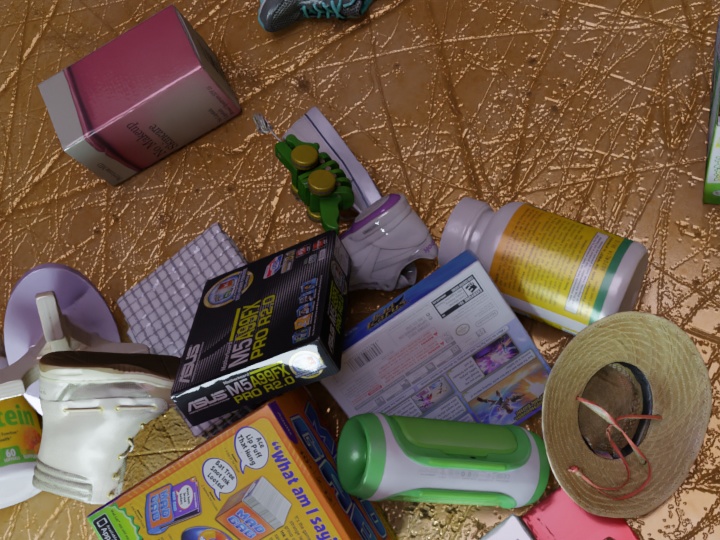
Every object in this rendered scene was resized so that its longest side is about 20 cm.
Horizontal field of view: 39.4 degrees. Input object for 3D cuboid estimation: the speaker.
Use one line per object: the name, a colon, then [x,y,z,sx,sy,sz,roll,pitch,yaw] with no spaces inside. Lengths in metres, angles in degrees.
speaker: [0.082,0.185,0.975,0.200,0.088,0.089,9,71,-25]

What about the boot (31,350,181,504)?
boot: [-0.242,0.169,1.066,0.200,0.072,0.155,6,102,-11]

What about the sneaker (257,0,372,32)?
sneaker: [-0.034,-0.347,1.256,0.200,0.078,0.091,-30,71,7]

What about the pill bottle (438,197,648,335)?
pill bottle: [0.188,-0.006,1.058,0.200,0.113,0.113,21,80,22]

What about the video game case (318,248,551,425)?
video game case: [0.080,0.107,1.032,0.200,0.045,0.181,-34,110,4]

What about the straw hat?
straw hat: [0.244,0.137,1.003,0.201,0.085,0.201,-1,93,-17]

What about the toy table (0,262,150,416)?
toy table: [-0.329,0.101,1.123,0.184,0.117,0.200,-24,111,-8]

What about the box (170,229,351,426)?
box: [-0.093,0.052,0.999,0.160,0.044,0.200,-21,29,16]

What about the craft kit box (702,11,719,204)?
craft kit box: [0.378,-0.192,1.013,0.048,0.200,0.198,8,76,17]

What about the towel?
towel: [-0.167,0.072,1.156,0.166,0.086,0.200,-39,68,4]

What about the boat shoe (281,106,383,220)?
boat shoe: [-0.035,-0.100,1.175,0.086,0.075,0.202,-36,64,2]

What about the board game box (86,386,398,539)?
board game box: [-0.102,0.253,0.984,0.200,0.200,0.200,-32,86,5]

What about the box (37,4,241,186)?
box: [-0.272,-0.214,1.252,0.200,0.128,0.109,-29,68,7]

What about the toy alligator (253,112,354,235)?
toy alligator: [-0.056,-0.118,1.128,0.054,0.059,0.200,-21,56,-20]

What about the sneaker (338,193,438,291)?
sneaker: [0.000,0.000,1.112,0.100,0.075,0.200,46,129,-12]

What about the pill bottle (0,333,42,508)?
pill bottle: [-0.443,0.172,1.188,0.111,0.111,0.200,-27,67,7]

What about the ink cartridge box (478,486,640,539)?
ink cartridge box: [0.209,0.323,0.983,0.176,0.045,0.200,-38,67,3]
